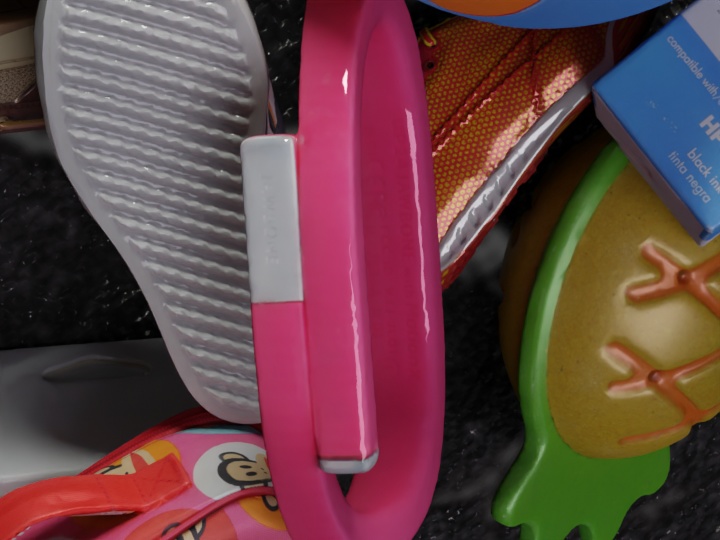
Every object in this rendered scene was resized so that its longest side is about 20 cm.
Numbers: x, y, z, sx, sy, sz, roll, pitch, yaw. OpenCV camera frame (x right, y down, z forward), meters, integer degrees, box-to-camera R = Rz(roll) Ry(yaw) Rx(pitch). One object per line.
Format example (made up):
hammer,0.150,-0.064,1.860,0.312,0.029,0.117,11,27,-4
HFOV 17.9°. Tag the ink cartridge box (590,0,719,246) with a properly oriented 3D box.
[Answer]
ink cartridge box,0.179,-0.097,0.802,0.200,0.116,0.068,-39,85,5

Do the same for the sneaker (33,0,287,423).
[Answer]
sneaker,-0.063,-0.045,0.788,0.078,0.080,0.201,-14,125,0

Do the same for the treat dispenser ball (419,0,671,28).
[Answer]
treat dispenser ball,0.058,-0.178,0.722,0.200,0.201,0.202,-12,125,-18

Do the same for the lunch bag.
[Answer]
lunch bag,-0.092,0.146,0.828,0.200,0.082,0.176,-31,126,-4

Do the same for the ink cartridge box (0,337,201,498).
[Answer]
ink cartridge box,-0.110,0.134,0.917,0.144,0.085,0.201,-5,121,-22

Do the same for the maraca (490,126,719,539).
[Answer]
maraca,0.108,0.027,0.928,0.137,0.107,0.201,-3,114,-45

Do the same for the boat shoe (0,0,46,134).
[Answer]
boat shoe,-0.171,-0.057,0.778,0.199,0.072,0.072,-16,128,-25

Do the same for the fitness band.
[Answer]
fitness band,0.000,0.000,0.774,0.037,0.144,0.201,-1,99,15

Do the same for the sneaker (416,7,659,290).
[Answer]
sneaker,0.058,-0.083,0.866,0.077,0.073,0.200,40,84,4
